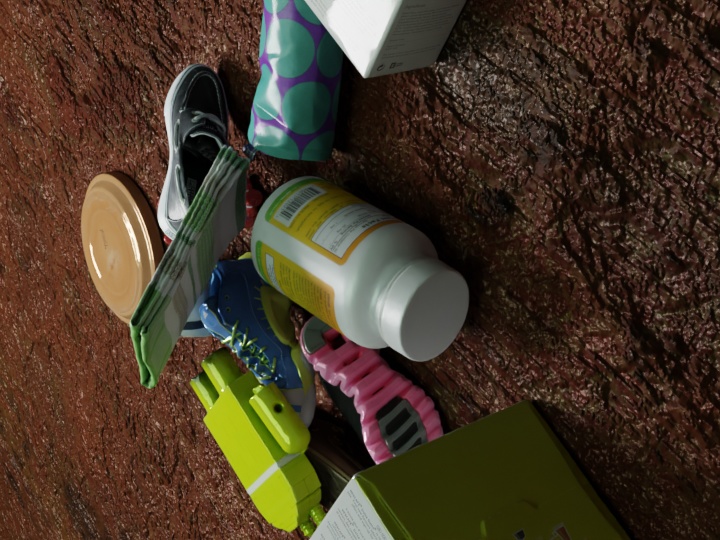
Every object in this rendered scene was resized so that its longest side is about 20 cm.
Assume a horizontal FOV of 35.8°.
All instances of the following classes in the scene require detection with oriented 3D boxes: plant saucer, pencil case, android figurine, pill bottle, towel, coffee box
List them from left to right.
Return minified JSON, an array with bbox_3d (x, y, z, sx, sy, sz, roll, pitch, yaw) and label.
[{"bbox_3d":[-0.317,-0.027,1.459,0.199,0.032,0.204,23,120,47],"label":"plant saucer"},{"bbox_3d":[-0.155,0.001,1.045,0.030,0.202,0.150,21,154,6],"label":"towel"},{"bbox_3d":[-0.098,0.175,1.108,0.201,0.041,0.182,54,151,10],"label":"android figurine"},{"bbox_3d":[-0.058,-0.200,1.010,0.092,0.084,0.203,31,126,34],"label":"pencil case"},{"bbox_3d":[0.000,0.000,0.986,0.199,0.110,0.113,31,126,43],"label":"pill bottle"},{"bbox_3d":[0.086,0.261,0.898,0.201,0.197,0.199,55,139,24],"label":"coffee box"}]

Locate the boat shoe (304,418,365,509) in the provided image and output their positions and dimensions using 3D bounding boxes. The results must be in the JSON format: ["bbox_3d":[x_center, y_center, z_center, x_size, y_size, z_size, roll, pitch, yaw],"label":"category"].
[{"bbox_3d":[-0.041,0.184,1.142,0.199,0.067,0.073,24,139,47],"label":"boat shoe"}]

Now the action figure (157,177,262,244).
[{"bbox_3d":[-0.183,-0.062,1.219,0.198,0.098,0.067,-9,94,51],"label":"action figure"}]

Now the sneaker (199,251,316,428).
[{"bbox_3d":[-0.111,0.074,1.130,0.076,0.103,0.203,-52,45,50],"label":"sneaker"}]

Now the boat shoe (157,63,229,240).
[{"bbox_3d":[-0.164,-0.131,1.140,0.068,0.071,0.203,-33,45,52],"label":"boat shoe"}]

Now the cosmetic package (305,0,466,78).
[{"bbox_3d":[0.039,-0.261,0.859,0.108,0.084,0.201,55,139,22],"label":"cosmetic package"}]

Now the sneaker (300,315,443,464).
[{"bbox_3d":[0.014,0.132,1.068,0.201,0.078,0.096,55,162,24],"label":"sneaker"}]

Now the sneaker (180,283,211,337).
[{"bbox_3d":[-0.187,0.009,1.230,0.200,0.075,0.082,-124,31,-72],"label":"sneaker"}]
